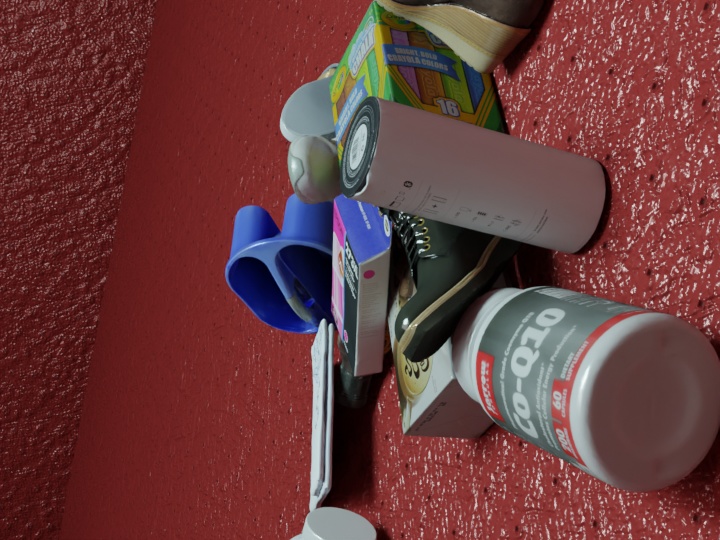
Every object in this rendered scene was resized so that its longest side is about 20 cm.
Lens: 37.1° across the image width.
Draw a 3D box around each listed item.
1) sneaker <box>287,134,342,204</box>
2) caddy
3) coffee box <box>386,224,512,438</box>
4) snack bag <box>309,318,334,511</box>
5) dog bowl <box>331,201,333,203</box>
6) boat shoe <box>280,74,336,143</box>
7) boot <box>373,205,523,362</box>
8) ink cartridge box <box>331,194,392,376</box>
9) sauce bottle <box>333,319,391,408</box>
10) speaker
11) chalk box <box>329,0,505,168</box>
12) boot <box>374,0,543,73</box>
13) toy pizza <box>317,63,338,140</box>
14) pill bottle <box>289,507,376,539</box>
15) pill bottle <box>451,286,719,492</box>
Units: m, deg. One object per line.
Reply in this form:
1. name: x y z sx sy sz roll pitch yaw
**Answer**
1. sneaker: -0.008 -0.108 1.119 0.079 0.200 0.071 -8 89 28
2. caddy: -0.070 0.004 1.229 0.200 0.140 0.106 54 -152 -51
3. coffee box: 0.081 0.037 0.974 0.113 0.079 0.202 123 147 -52
4. snack bag: -0.049 0.176 1.257 0.200 0.021 0.191 107 164 -69
5. dog bowl: -0.050 -0.046 1.359 0.201 0.049 0.112 121 153 -46
6. boat shoe: -0.015 -0.183 1.195 0.074 0.199 0.066 43 145 17
7. boot: 0.044 -0.019 0.882 0.200 0.138 0.078 -41 -13 -52
8. ink cartridge box: 0.000 0.000 1.026 0.095 0.037 0.201 -111 19 -44
9. sauce bottle: 0.011 0.057 1.167 0.066 0.065 0.202 -119 35 -56
10. speaker: 0.089 -0.071 0.836 0.081 0.198 0.082 -168 90 -72
11. chalk box: 0.048 -0.178 1.071 0.125 0.123 0.202 123 147 -46
12. boot: 0.092 -0.300 0.983 0.200 0.072 0.167 40 125 15
13. toy pizza: -0.057 -0.182 1.456 0.200 0.031 0.203 -172 90 -68
14. pill bottle: -0.043 0.358 1.132 0.112 0.111 0.202 -133 54 -63
15. pill bottle: 0.148 0.073 0.754 0.200 0.113 0.115 -164 82 -68
